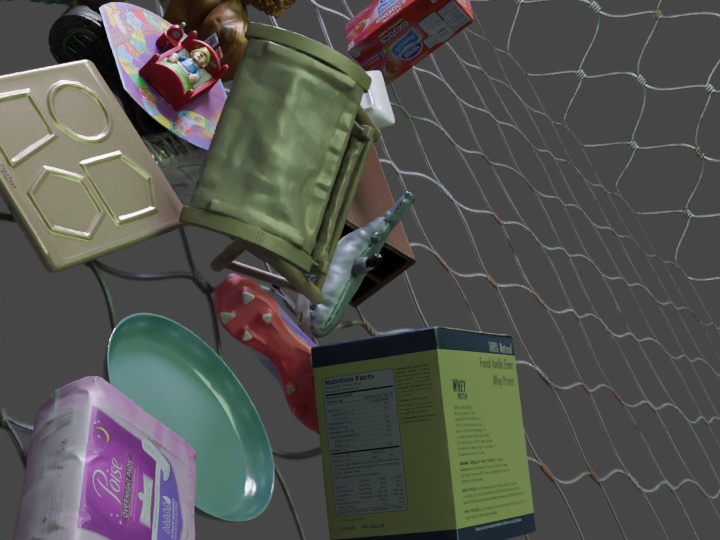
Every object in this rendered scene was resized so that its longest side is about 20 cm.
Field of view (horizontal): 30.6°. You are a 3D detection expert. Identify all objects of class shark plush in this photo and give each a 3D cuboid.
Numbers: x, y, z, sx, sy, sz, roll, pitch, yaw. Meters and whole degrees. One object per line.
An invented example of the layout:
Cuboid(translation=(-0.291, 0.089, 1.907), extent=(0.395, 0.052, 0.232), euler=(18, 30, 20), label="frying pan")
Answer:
Cuboid(translation=(0.000, 0.000, 1.437), extent=(0.091, 0.200, 0.083), euler=(58, -23, -15), label="shark plush")

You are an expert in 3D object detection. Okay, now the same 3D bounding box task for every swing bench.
Cuboid(translation=(-0.070, -0.096, 1.262), extent=(0.129, 0.200, 0.200), euler=(17, -13, 6), label="swing bench")

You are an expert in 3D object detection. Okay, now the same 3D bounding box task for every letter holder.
Cuboid(translation=(-0.037, -0.082, 1.577), extent=(0.142, 0.100, 0.201), euler=(31, 31, -44), label="letter holder")

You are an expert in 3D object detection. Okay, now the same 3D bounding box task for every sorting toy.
Cuboid(translation=(-0.259, -0.094, 1.159), extent=(0.186, 0.036, 0.200), euler=(57, 33, 6), label="sorting toy")

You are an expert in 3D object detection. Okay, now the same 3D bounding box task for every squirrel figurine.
Cuboid(translation=(-0.153, -0.314, 1.530), extent=(0.141, 0.200, 0.187), euler=(41, 11, -50), label="squirrel figurine")

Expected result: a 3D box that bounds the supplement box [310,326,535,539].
Cuboid(translation=(0.064, 0.166, 1.272), extent=(0.200, 0.134, 0.201), euler=(10, 72, -62), label="supplement box")

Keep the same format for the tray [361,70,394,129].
Cuboid(translation=(-0.065, -0.184, 1.544), extent=(0.022, 0.199, 0.108), euler=(72, 3, -46), label="tray")

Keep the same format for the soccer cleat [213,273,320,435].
Cuboid(translation=(-0.072, 0.082, 1.303), extent=(0.200, 0.067, 0.077), euler=(49, 7, -19), label="soccer cleat")

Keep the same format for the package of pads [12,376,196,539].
Cuboid(translation=(-0.175, 0.180, 0.901), extent=(0.120, 0.076, 0.200), euler=(43, 23, -31), label="package of pads")

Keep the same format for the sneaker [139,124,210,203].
Cuboid(translation=(-0.196, -0.115, 1.307), extent=(0.071, 0.080, 0.200), euler=(60, 22, 9), label="sneaker")

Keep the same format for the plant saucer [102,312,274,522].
Cuboid(translation=(-0.148, 0.127, 1.111), extent=(0.200, 0.027, 0.200), euler=(45, 23, -25), label="plant saucer")

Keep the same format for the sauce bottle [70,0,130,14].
Cuboid(translation=(-0.297, -0.321, 1.418), extent=(0.200, 0.065, 0.065), euler=(53, 21, -6), label="sauce bottle")

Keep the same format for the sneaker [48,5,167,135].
Cuboid(translation=(-0.235, -0.205, 1.373), extent=(0.200, 0.076, 0.091), euler=(46, 16, -27), label="sneaker")

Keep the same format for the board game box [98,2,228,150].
Cuboid(translation=(-0.179, -0.208, 1.328), extent=(0.158, 0.039, 0.201), euler=(21, 36, -45), label="board game box")

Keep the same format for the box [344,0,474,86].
Cuboid(translation=(0.079, -0.414, 2.194), extent=(0.100, 0.200, 0.096), euler=(41, 26, -31), label="box")

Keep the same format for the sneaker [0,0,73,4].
Cuboid(translation=(-0.309, -0.311, 1.289), extent=(0.075, 0.087, 0.200), euler=(54, 35, 2), label="sneaker")
